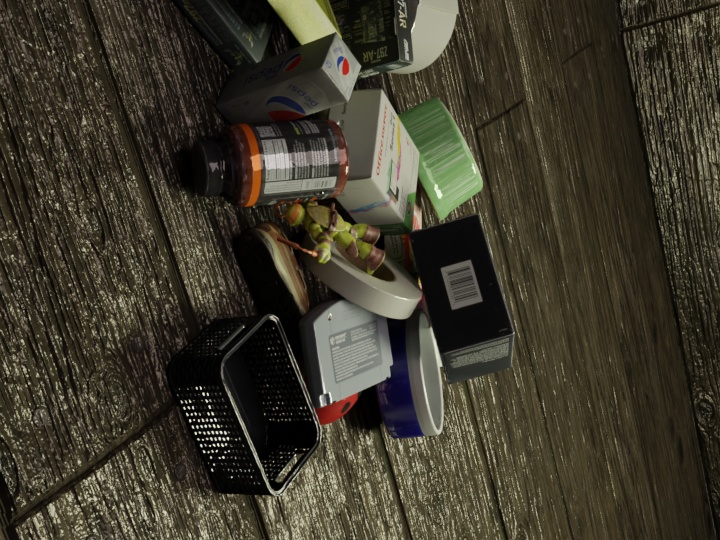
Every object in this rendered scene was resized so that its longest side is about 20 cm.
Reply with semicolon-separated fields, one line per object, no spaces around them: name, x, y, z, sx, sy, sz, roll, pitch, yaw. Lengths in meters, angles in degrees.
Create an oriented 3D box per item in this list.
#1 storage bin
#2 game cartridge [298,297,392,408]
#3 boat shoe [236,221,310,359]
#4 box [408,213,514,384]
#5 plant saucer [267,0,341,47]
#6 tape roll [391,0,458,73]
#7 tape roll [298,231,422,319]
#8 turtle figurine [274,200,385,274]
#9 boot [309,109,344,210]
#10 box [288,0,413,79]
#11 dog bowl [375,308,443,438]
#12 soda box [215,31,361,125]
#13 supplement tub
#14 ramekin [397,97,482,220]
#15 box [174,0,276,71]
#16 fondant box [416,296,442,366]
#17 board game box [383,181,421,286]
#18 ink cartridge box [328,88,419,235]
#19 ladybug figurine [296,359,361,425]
storage bin;-0.144;0.172;1.147;0.135;0.092;0.204;-46;123;-51
game cartridge;-0.019;0.106;1.274;0.199;0.040;0.137;-11;97;-59
boat shoe;-0.104;0.024;1.255;0.074;0.074;0.204;-47;124;-53
box;0.163;0.050;1.420;0.199;0.120;0.204;69;7;-69
plant saucer;-0.091;-0.390;1.217;0.200;0.047;0.203;47;20;-46
tape roll;0.040;-0.426;1.444;0.138;0.199;0.208;-12;95;-56
tape roll;0.000;0.000;1.330;0.201;0.202;0.038;5;120;-57
turtle figurine;-0.046;-0.064;1.253;0.159;0.201;0.065;23;108;-26
boot;-0.068;-0.200;1.350;0.199;0.071;0.159;35;56;-52
box;-0.020;-0.370;1.340;0.043;0.196;0.164;-4;87;-55
dog bowl;0.079;0.169;1.455;0.200;0.077;0.205;-9;90;-78
soda box;-0.098;-0.244;1.192;0.064;0.197;0.069;46;48;-36
supplement tub;-0.120;-0.141;1.179;0.196;0.106;0.110;-8;91;-26
ramekin;0.133;-0.199;1.556;0.203;0.096;0.200;61;4;-8
box;-0.189;-0.399;1.215;0.200;0.050;0.161;46;47;-44
fondant box;0.160;0.099;1.671;0.199;0.057;0.148;-2;86;-58
board game box;0.073;-0.062;1.529;0.151;0.045;0.205;43;47;-74
ink cartridge box;0.020;-0.160;1.359;0.200;0.082;0.148;46;47;-60
ladybug figurine;-0.035;0.145;1.343;0.137;0.071;0.202;57;41;-36
